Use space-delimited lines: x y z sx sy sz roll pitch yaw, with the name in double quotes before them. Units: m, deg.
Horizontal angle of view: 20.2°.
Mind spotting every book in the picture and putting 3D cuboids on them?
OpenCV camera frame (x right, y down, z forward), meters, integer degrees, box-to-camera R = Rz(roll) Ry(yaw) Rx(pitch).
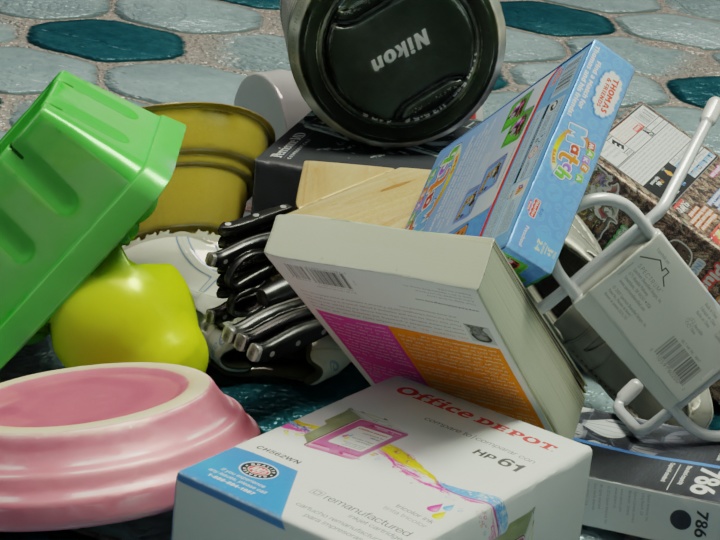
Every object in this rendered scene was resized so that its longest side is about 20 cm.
"book" 0.041 0.036 1.173 0.133 0.048 0.200 9 -24 26

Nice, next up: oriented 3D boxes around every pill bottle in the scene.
"pill bottle" -0.003 -0.131 1.773 0.200 0.114 0.114 -8 25 -31

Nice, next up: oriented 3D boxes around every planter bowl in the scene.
"planter bowl" -0.152 -0.043 1.484 0.200 0.084 0.200 -13 -18 -4

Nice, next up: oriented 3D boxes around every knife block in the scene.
"knife block" 0.000 0.000 1.336 0.200 0.064 0.176 5 34 1

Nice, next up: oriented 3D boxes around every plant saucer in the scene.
"plant saucer" -0.157 0.095 1.159 0.200 0.051 0.201 -5 12 1

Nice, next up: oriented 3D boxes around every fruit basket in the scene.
"fruit basket" -0.176 0.002 1.324 0.215 0.216 0.156 6 21 -2

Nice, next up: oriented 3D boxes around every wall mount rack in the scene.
"wall mount rack" 0.196 0.002 1.235 0.174 0.200 0.075 -40 24 4

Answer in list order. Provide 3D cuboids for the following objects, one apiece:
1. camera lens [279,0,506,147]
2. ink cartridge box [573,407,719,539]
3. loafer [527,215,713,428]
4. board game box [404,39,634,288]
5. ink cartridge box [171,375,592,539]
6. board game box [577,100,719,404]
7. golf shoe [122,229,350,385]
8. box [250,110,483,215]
"camera lens" 0.020 -0.191 1.531 0.160 0.160 0.200 4 20 -6
"ink cartridge box" 0.176 0.128 1.240 0.200 0.039 0.099 11 22 17
"loafer" 0.157 0.035 1.340 0.070 0.070 0.200 2 43 -53
"board game box" 0.079 -0.039 1.230 0.037 0.151 0.200 32 -27 -15
"ink cartridge box" 0.014 0.138 1.110 0.144 0.085 0.200 19 23 33
"board game box" 0.236 -0.013 1.454 0.200 0.097 0.159 37 28 10
"golf shoe" -0.096 0.029 1.387 0.200 0.078 0.097 11 27 14
"box" 0.037 -0.040 1.538 0.196 0.124 0.200 9 21 13
